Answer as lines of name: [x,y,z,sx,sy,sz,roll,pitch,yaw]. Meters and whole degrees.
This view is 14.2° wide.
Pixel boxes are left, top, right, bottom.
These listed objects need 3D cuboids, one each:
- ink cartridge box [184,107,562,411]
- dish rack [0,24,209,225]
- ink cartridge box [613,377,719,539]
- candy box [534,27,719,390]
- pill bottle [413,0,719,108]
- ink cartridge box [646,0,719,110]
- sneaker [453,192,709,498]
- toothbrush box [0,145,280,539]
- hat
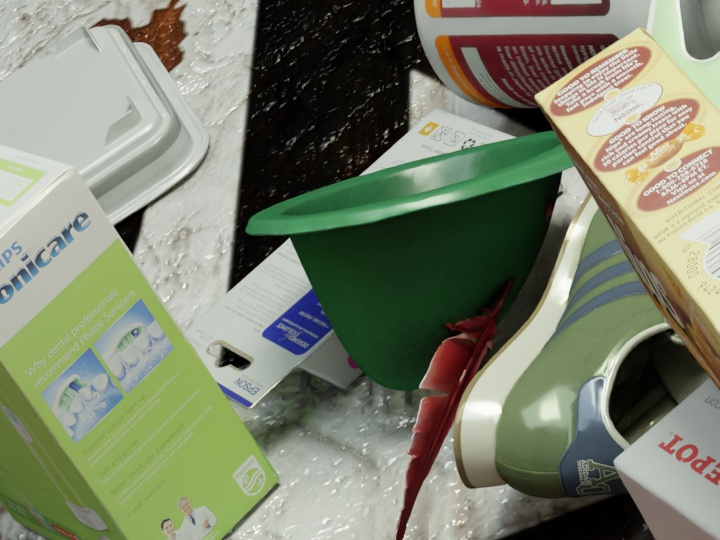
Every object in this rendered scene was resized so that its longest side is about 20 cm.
ink cartridge box: [0.000,0.000,1.433,0.200,0.037,0.095,-40,32,-17]
dish rack: [-0.187,-0.074,1.700,0.171,0.044,0.200,-34,30,0]
ink cartridge box: [0.218,0.064,1.094,0.200,0.085,0.144,-41,31,-10]
candy box: [0.139,0.003,1.057,0.055,0.116,0.200,-32,31,2]
pill bottle: [0.132,-0.136,1.429,0.200,0.113,0.113,4,46,44]
ink cartridge box: [0.231,-0.114,1.291,0.199,0.048,0.146,-1,64,26]
sneaker: [0.123,0.028,1.262,0.090,0.067,0.200,9,45,31]
toothbrush box: [-0.149,0.040,1.351,0.086,0.200,0.145,-45,32,-20]
hat: [0.040,0.043,1.336,0.199,0.177,0.165,-18,8,-28]
